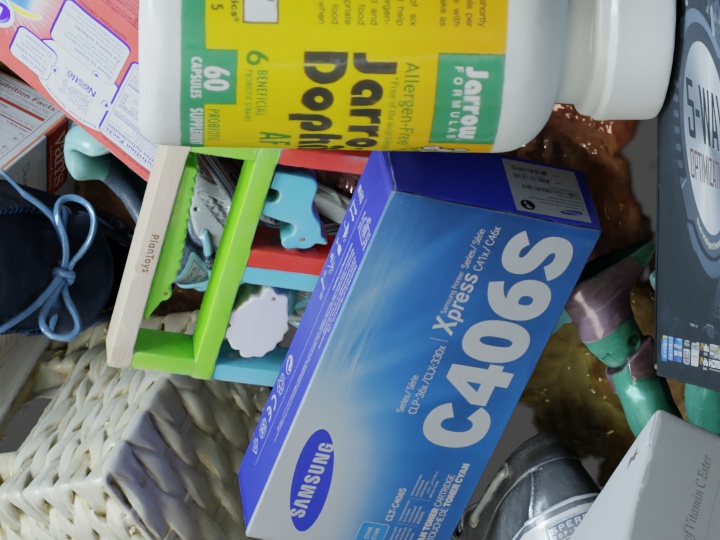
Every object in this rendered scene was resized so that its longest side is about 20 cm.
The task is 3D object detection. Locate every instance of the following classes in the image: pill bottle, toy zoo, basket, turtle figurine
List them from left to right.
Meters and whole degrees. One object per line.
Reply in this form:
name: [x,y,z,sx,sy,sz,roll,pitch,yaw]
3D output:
basket: [-0.094,0.130,1.264,0.123,0.136,0.200,-14,124,39]
toy zoo: [0.000,0.000,1.119,0.200,0.020,0.131,7,127,-15]
pill bottle: [0.015,-0.101,0.990,0.200,0.113,0.113,1,130,-4]
turtle figurine: [0.159,0.085,1.093,0.150,0.101,0.200,-14,106,38]

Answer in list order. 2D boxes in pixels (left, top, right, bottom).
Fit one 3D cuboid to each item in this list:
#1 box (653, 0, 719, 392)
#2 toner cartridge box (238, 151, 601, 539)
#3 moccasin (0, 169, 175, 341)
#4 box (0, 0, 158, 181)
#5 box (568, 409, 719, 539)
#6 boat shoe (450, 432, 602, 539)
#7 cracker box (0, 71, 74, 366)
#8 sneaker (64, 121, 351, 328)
box: [0.149,-0.035,0.905,0.043,0.200,0.161,0,92,-8]
toner cartridge box: [0.022,0.038,1.111,0.095,0.043,0.200,11,127,-17]
moccasin: [-0.143,-0.008,1.191,0.068,0.200,0.081,13,101,18]
box: [-0.121,-0.147,1.114,0.200,0.095,0.103,39,137,5]
box: [0.169,0.174,0.995,0.200,0.152,0.106,25,134,-2]
boat shoe: [0.071,0.142,1.224,0.200,0.072,0.068,106,144,-58]
cracker box: [-0.216,0.011,1.230,0.058,0.200,0.134,27,134,19]
sneaker: [-0.056,-0.010,1.180,0.200,0.086,0.078,42,137,1]
